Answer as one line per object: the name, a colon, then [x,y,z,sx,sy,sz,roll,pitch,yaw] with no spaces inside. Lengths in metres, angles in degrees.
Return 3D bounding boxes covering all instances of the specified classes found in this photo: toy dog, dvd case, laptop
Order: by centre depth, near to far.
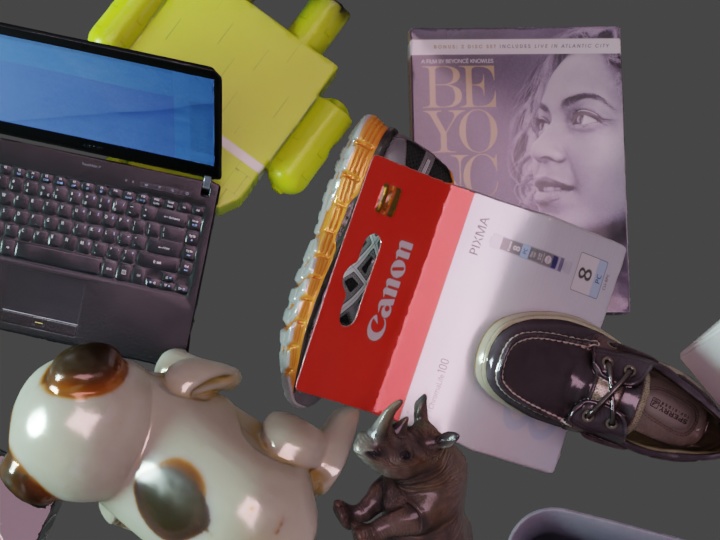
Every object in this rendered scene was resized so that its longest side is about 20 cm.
toy dog: [-0.126,0.127,1.381,0.200,0.194,0.140,28,118,-6]
laptop: [-0.186,-0.047,1.424,0.177,0.103,0.201,12,94,5]
dvd case: [0.108,-0.069,1.517,0.148,0.016,0.201,-1,82,-3]

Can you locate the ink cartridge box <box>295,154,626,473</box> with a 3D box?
ink cartridge box: [0.069,0.030,1.423,0.200,0.047,0.161,19,89,-38]

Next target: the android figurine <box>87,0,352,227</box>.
android figurine: [-0.100,-0.122,1.500,0.182,0.041,0.200,38,80,2]

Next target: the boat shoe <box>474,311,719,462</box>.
boat shoe: [0.165,0.079,1.432,0.200,0.065,0.072,23,90,-32]

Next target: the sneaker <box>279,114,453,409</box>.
sneaker: [0.000,0.000,1.467,0.077,0.078,0.201,21,87,-9]

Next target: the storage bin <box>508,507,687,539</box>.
storage bin: [0.172,0.244,1.416,0.199,0.134,0.146,15,81,-1]

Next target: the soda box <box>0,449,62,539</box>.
soda box: [-0.259,0.214,1.428,0.071,0.063,0.201,24,81,-1]

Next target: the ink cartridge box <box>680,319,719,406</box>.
ink cartridge box: [0.341,0.071,1.434,0.147,0.145,0.200,-38,86,-23]

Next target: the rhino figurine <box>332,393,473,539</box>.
rhino figurine: [0.030,0.149,1.407,0.087,0.200,0.060,-21,44,-14]
